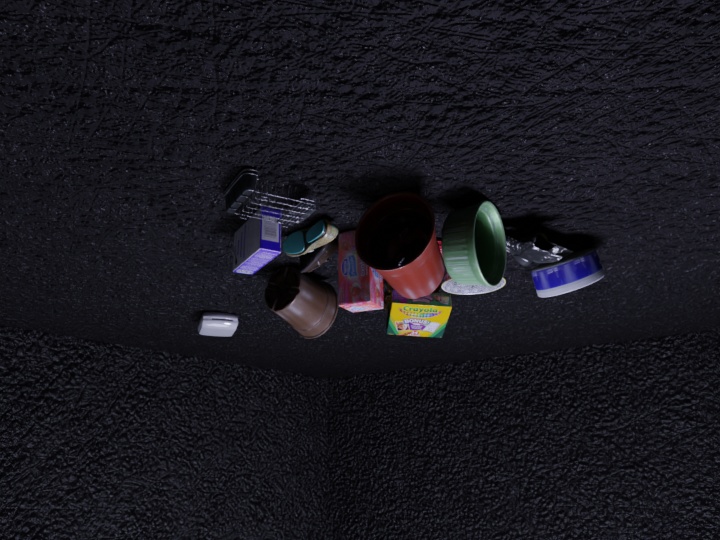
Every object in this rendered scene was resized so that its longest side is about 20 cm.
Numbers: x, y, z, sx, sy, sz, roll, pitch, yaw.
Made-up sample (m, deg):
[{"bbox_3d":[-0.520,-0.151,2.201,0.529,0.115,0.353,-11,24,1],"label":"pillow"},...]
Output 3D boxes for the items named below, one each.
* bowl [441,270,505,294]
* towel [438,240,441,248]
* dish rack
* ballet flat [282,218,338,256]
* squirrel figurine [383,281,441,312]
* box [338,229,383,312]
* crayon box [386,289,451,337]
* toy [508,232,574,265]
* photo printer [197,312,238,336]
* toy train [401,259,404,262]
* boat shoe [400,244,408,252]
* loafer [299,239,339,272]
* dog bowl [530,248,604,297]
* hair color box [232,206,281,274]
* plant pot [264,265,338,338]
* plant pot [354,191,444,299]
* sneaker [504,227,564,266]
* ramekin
[{"bbox_3d":[0.342,0.000,1.623,0.192,0.098,0.202,-1,160,0],"label":"bowl"},{"bbox_3d":[0.225,-0.049,1.596,0.138,0.023,0.200,2,163,-15],"label":"towel"},{"bbox_3d":[-0.204,-0.159,1.219,0.194,0.057,0.152,10,160,-32],"label":"dish rack"},{"bbox_3d":[-0.132,-0.081,1.421,0.069,0.074,0.196,16,153,-40],"label":"ballet flat"},{"bbox_3d":[0.174,0.079,1.789,0.193,0.147,0.186,7,154,-29],"label":"squirrel figurine"},{"bbox_3d":[0.000,0.000,1.444,0.099,0.209,0.094,-8,163,25],"label":"box"},{"bbox_3d":[0.188,0.145,1.741,0.191,0.060,0.176,4,140,-2],"label":"crayon box"},{"bbox_3d":[0.496,-0.073,1.492,0.195,0.049,0.114,19,152,-31],"label":"toy"},{"bbox_3d":[-0.618,0.234,2.302,0.160,0.072,0.200,7,160,-21],"label":"photo printer"},{"bbox_3d":[0.130,-0.062,1.534,0.044,0.036,0.201,1,161,-12],"label":"toy train"},{"bbox_3d":[0.108,-0.071,1.409,0.069,0.064,0.202,18,146,-6],"label":"boat shoe"},{"bbox_3d":[-0.120,-0.040,1.525,0.069,0.076,0.198,11,158,-28],"label":"loafer"},{"bbox_3d":[0.604,0.006,1.554,0.193,0.082,0.200,-21,180,0],"label":"dog bowl"},{"bbox_3d":[-0.269,-0.073,1.371,0.063,0.114,0.198,10,159,-32],"label":"hair color box"},{"bbox_3d":[-0.203,0.096,1.752,0.194,0.208,0.197,-11,152,28],"label":"plant pot"},{"bbox_3d":[0.109,-0.043,1.266,0.193,0.208,0.196,-8,148,21],"label":"plant pot"},{"bbox_3d":[0.423,-0.079,1.380,0.197,0.061,0.104,36,146,-9],"label":"sneaker"},{"bbox_3d":[0.277,-0.061,1.298,0.095,0.209,0.197,-5,163,37],"label":"ramekin"}]
